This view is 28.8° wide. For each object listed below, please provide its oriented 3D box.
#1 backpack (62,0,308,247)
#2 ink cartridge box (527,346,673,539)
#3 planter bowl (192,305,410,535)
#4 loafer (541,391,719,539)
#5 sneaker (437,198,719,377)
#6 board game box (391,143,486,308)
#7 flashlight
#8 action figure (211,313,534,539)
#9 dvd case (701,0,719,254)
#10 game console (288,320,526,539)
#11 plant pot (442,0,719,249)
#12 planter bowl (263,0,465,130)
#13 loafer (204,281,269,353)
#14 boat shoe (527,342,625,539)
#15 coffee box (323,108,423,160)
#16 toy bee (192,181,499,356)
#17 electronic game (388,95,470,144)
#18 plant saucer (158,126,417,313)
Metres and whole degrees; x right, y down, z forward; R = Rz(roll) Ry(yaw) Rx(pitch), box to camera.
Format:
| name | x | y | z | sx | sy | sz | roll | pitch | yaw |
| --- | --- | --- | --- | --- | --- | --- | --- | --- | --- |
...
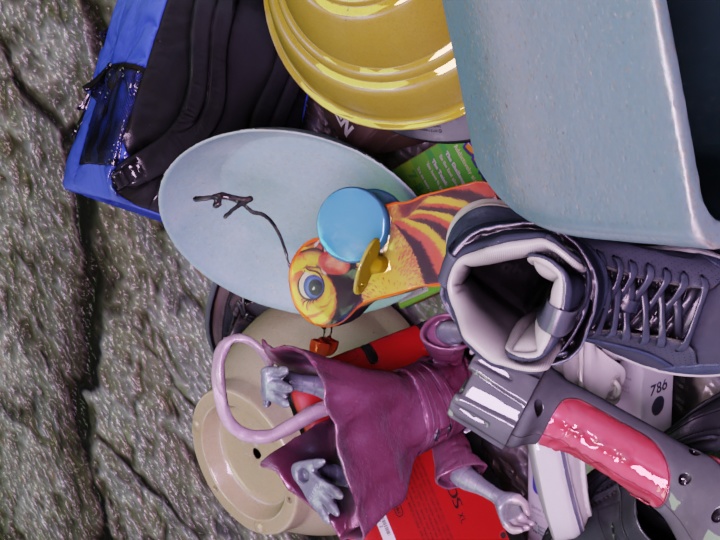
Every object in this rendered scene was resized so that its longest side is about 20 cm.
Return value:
| name | x | y | z | sx | sy | sz | roll | pitch | yaw |
| --- | --- | --- | --- | --- | --- | --- | --- | --- | --- |
| backpack | -0.137 | -0.138 | 1.081 | 0.167 | 0.161 | 0.202 | 14 | 87 | 49 |
| ink cartridge box | 0.156 | 0.104 | 0.922 | 0.099 | 0.039 | 0.203 | 21 | 121 | 47 |
| planter bowl | -0.046 | 0.123 | 1.093 | 0.199 | 0.134 | 0.203 | 23 | 125 | 38 |
| loafer | 0.173 | 0.143 | 0.843 | 0.068 | 0.070 | 0.201 | 44 | 123 | 1 |
| sneaker | 0.136 | 0.022 | 0.739 | 0.200 | 0.146 | 0.078 | 15 | 101 | 5 |
| board game box | 0.073 | -0.044 | 0.982 | 0.199 | 0.030 | 0.097 | -27 | 83 | 56 |
| flashlight | 0.143 | 0.107 | 0.760 | 0.198 | 0.068 | 0.068 | 28 | 171 | 7 |
| action figure | 0.027 | 0.094 | 0.872 | 0.148 | 0.199 | 0.136 | 10 | 107 | 44 |
| dvd case | 0.223 | -0.083 | 0.778 | 0.148 | 0.016 | 0.203 | -9 | 95 | 52 |
| game console | 0.041 | 0.149 | 0.963 | 0.202 | 0.171 | 0.119 | 67 | 153 | 8 |
| plant pot | 0.146 | -0.121 | 0.700 | 0.199 | 0.194 | 0.199 | -4 | 100 | 57 |
| planter bowl | 0.015 | -0.189 | 0.815 | 0.198 | 0.083 | 0.203 | -3 | 83 | 22 |
| loafer | -0.080 | 0.009 | 1.173 | 0.063 | 0.071 | 0.202 | 40 | 130 | 31 |
| boat shoe | 0.128 | 0.059 | 0.847 | 0.072 | 0.065 | 0.203 | 53 | -149 | -80 |
| coffee box | 0.004 | -0.194 | 0.969 | 0.113 | 0.079 | 0.202 | -40 | 72 | 52 |
| toy bee | 0.000 | 0.000 | 0.907 | 0.198 | 0.130 | 0.110 | -1 | 92 | 37 |
| electronic game | 0.059 | -0.178 | 0.863 | 0.197 | 0.042 | 0.203 | -3 | 83 | 22 |
| plant saucer | -0.042 | -0.042 | 0.990 | 0.201 | 0.199 | 0.039 | -47 | 23 | 49 |
